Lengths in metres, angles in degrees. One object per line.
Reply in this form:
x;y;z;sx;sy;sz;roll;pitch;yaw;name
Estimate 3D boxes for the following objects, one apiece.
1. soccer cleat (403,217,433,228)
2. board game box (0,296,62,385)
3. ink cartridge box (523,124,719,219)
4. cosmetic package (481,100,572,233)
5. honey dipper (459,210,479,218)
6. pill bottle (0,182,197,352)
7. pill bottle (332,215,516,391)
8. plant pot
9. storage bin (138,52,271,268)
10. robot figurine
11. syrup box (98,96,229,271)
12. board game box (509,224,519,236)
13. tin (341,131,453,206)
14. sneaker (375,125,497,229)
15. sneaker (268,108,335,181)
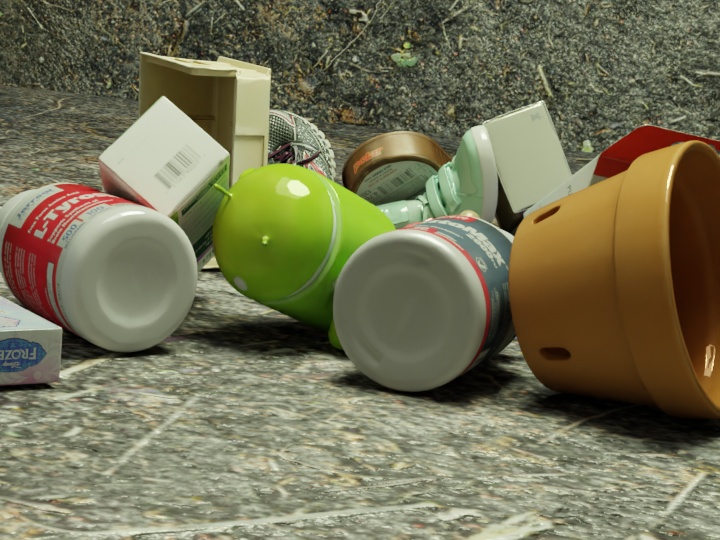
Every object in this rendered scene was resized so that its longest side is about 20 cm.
0.117;0.007;1.478;0.198;0.077;0.067;10;52;-20;soccer cleat
-0.340;0.043;1.163;0.198;0.042;0.199;-1;11;-32;board game box
0.266;-0.058;1.504;0.161;0.051;0.200;10;-24;-25;ink cartridge box
0.173;-0.101;1.748;0.070;0.106;0.200;-19;-9;0;cosmetic package
0.098;-0.022;1.584;0.038;0.038;0.200;5;-12;3;honey dipper
-0.222;-0.009;1.321;0.111;0.114;0.199;-2;11;-34;pill bottle
0.067;0.019;1.288;0.118;0.121;0.200;8;10;20;pill bottle
0.200;0.014;1.226;0.139;0.202;0.199;-8;2;31;plant pot
-0.163;-0.117;1.713;0.093;0.202;0.198;-1;11;-22;storage bin
-0.042;-0.018;1.364;0.175;0.116;0.199;45;11;35;robot figurine
-0.164;-0.057;1.404;0.081;0.079;0.200;41;-19;11;syrup box
0.259;-0.034;1.767;0.198;0.062;0.200;-13;-9;-8;board game box
0.061;-0.073;1.747;0.111;0.042;0.200;-28;-41;23;tin
0.069;-0.065;1.671;0.117;0.201;0.074;-1;49;-12;sneaker
-0.060;-0.090;1.672;0.075;0.080;0.201;36;21;-57;sneaker
